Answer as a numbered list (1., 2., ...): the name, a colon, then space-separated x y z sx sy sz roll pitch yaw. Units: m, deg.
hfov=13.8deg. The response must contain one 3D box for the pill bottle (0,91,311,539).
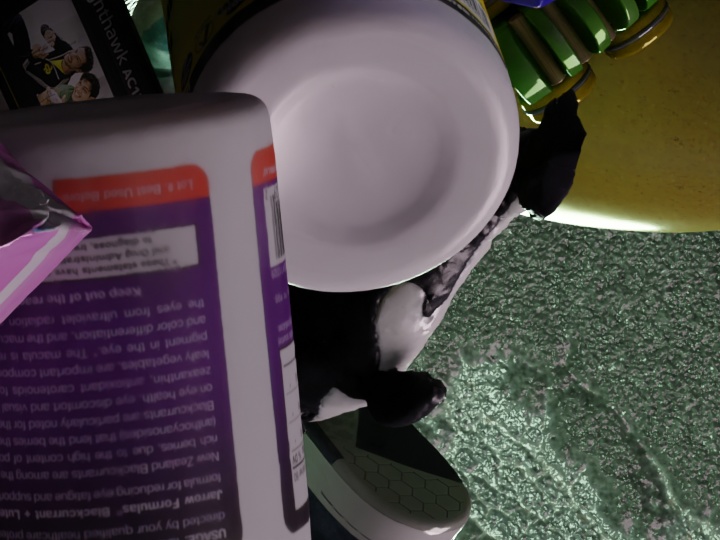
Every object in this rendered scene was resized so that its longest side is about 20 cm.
1. pill bottle: -0.074 0.049 0.924 0.111 0.200 0.111 -5 -173 1

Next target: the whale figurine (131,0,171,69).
1. whale figurine: -0.014 -0.116 1.248 0.200 0.104 0.159 -36 173 -34

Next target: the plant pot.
1. plant pot: 0.128 -0.094 1.229 0.200 0.142 0.200 -38 145 -33

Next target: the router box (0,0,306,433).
1. router box: -0.114 0.009 1.000 0.051 0.200 0.149 0 -151 46

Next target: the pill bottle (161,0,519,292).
1. pill bottle: -0.013 -0.088 1.054 0.112 0.112 0.200 -44 -153 18

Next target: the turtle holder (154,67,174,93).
1. turtle holder: -0.091 -0.011 1.164 0.132 0.141 0.185 -32 149 23

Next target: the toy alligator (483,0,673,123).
1. toy alligator: 0.100 -0.115 1.117 0.200 0.059 0.054 -40 -162 -9

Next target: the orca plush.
1. orca plush: 0.000 0.000 1.092 0.071 0.105 0.200 8 162 -33

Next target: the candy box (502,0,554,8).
1. candy box: 0.068 -0.188 0.989 0.200 0.077 0.169 -35 137 -68

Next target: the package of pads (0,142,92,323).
1. package of pads: -0.187 0.011 0.852 0.200 0.121 0.076 -44 170 15

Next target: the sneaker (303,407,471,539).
1. sneaker: -0.040 0.094 1.250 0.077 0.202 0.146 1 127 -31
